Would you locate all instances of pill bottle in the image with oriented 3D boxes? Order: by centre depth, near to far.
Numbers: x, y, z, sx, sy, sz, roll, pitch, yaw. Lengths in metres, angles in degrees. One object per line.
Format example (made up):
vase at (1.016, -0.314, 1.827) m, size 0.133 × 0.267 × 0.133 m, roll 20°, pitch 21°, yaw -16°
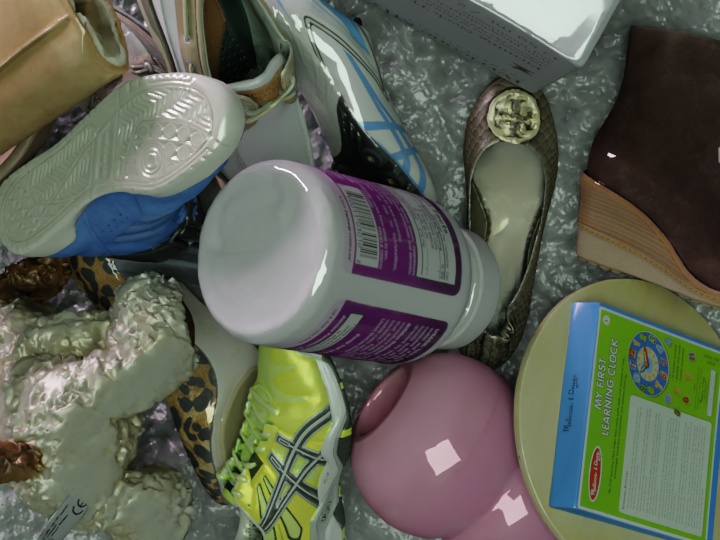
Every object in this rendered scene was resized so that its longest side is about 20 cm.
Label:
pill bottle at (0.000, 0.000, 1.193) m, size 0.112 × 0.199 × 0.113 m, roll -7°, pitch 78°, yaw 37°

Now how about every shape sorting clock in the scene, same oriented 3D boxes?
shape sorting clock at (0.182, 0.105, 1.259) m, size 0.199 × 0.039 × 0.202 m, roll 8°, pitch 77°, yaw -35°

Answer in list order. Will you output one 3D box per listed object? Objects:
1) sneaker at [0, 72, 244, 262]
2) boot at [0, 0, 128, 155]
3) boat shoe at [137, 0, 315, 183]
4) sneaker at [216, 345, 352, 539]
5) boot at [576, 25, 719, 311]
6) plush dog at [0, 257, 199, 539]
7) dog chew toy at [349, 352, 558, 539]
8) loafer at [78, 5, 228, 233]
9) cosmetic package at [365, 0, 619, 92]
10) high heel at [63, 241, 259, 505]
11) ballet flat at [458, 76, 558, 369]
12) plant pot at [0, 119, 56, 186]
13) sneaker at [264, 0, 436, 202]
sneaker at (-0.124, -0.060, 1.172) m, size 0.199 × 0.111 × 0.077 m, roll -29°, pitch 71°, yaw 33°
boot at (-0.217, -0.076, 1.133) m, size 0.199 × 0.066 × 0.176 m, roll -32°, pitch 86°, yaw 23°
boat shoe at (-0.077, -0.119, 1.198) m, size 0.075 × 0.068 × 0.201 m, roll -41°, pitch 120°, yaw -20°
sneaker at (-0.053, 0.123, 1.257) m, size 0.076 × 0.075 × 0.202 m, roll -13°, pitch 115°, yaw -24°
boot at (0.243, -0.061, 1.234) m, size 0.199 × 0.072 × 0.168 m, roll 19°, pitch 98°, yaw 22°
plush dog at (-0.202, 0.088, 1.236) m, size 0.159 × 0.172 × 0.202 m, roll -9°, pitch 112°, yaw -26°
dog chew toy at (0.090, 0.146, 1.270) m, size 0.200 × 0.125 × 0.125 m, roll 37°, pitch 97°, yaw -13°
loafer at (-0.139, -0.102, 1.258) m, size 0.072 × 0.063 × 0.200 m, roll -39°, pitch 97°, yaw 6°
cosmetic package at (0.089, -0.225, 1.161) m, size 0.167 × 0.200 × 0.167 m, roll 28°, pitch 90°, yaw -2°
high heel at (-0.139, 0.061, 1.300) m, size 0.142 × 0.071 × 0.202 m, roll 12°, pitch 118°, yaw 27°
ballet flat at (0.095, -0.031, 1.277) m, size 0.067 × 0.046 × 0.202 m, roll 8°, pitch 99°, yaw -2°
plant pot at (-0.264, -0.148, 1.223) m, size 0.199 × 0.093 × 0.203 m, roll 5°, pitch 103°, yaw 21°
sneaker at (-0.005, -0.120, 1.256) m, size 0.072 × 0.072 × 0.201 m, roll -43°, pitch 106°, yaw -26°
